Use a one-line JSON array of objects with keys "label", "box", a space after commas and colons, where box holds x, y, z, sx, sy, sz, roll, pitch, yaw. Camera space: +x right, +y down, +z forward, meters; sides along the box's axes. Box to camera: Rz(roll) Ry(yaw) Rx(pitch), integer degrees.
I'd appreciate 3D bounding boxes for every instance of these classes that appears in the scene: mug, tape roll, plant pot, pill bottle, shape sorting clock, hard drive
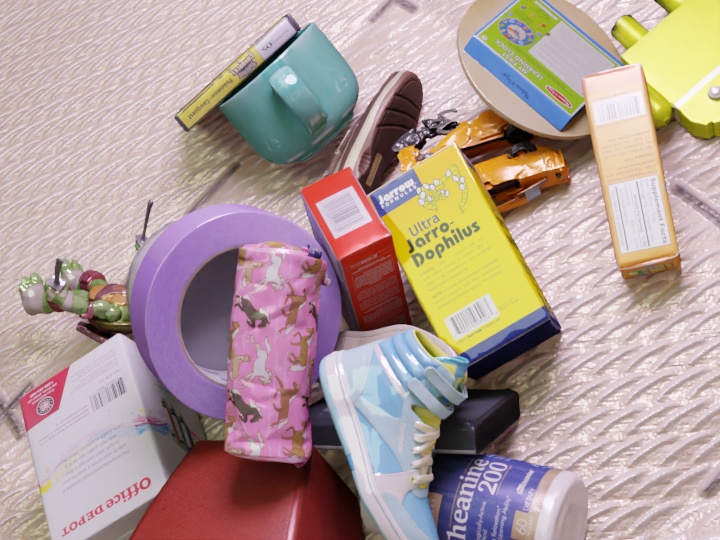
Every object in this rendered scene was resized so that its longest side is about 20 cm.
[{"label": "mug", "box": [-0.080, -0.191, 1.352, 0.151, 0.115, 0.186, -32, 17, 33]}, {"label": "tape roll", "box": [-0.120, 0.039, 1.121, 0.201, 0.200, 0.065, -53, 24, -7]}, {"label": "plant pot", "box": [-0.100, 0.274, 1.120, 0.197, 0.201, 0.178, -4, 54, 24]}, {"label": "pill bottle", "box": [0.104, 0.226, 1.082, 0.197, 0.111, 0.112, 8, 69, 29]}, {"label": "shape sorting clock", "box": [0.197, -0.225, 1.252, 0.197, 0.039, 0.203, 11, 55, -16]}, {"label": "hard drive", "box": [0.044, 0.146, 1.140, 0.197, 0.139, 0.033, -3, 97, 26]}]

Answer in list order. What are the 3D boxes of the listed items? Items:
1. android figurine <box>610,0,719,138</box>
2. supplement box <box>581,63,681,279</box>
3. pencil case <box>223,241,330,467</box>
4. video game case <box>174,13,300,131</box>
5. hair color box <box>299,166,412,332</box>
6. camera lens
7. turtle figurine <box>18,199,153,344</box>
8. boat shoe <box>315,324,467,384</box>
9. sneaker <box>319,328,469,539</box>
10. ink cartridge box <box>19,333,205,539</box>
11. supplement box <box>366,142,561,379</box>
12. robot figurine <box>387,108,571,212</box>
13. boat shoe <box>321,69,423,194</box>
[{"label": "android figurine", "box": [0.360, -0.221, 1.214, 0.181, 0.041, 0.201, -38, 59, 2]}, {"label": "supplement box", "box": [0.272, -0.098, 1.158, 0.068, 0.066, 0.204, -10, 79, 17]}, {"label": "pencil case", "box": [-0.077, 0.076, 1.054, 0.085, 0.083, 0.204, 5, 88, 12]}, {"label": "video game case", "box": [-0.152, -0.246, 1.425, 0.180, 0.026, 0.200, -42, 12, 3]}, {"label": "hair color box", "box": [0.000, 0.000, 1.189, 0.061, 0.201, 0.102, -25, 55, -7]}, {"label": "camera lens", "box": [-0.160, 0.032, 1.248, 0.161, 0.160, 0.199, -54, 25, -7]}, {"label": "turtle figurine", "box": [-0.318, -0.002, 1.379, 0.192, 0.201, 0.145, 2, 52, 37]}, {"label": "boat shoe", "box": [0.033, 0.095, 1.135, 0.198, 0.059, 0.073, -2, 73, 45]}, {"label": "sneaker", "box": [0.054, 0.145, 1.016, 0.129, 0.079, 0.203, -25, 81, 14]}, {"label": "ink cartridge box", "box": [-0.254, 0.207, 1.250, 0.144, 0.145, 0.202, -30, 55, 9]}, {"label": "supplement box", "box": [0.106, -0.007, 1.165, 0.109, 0.109, 0.202, -30, 75, 10]}, {"label": "robot figurine", "box": [0.126, -0.114, 1.274, 0.197, 0.058, 0.147, -17, 59, 18]}, {"label": "boat shoe", "box": [0.001, -0.147, 1.346, 0.074, 0.075, 0.204, 18, 75, 38]}]
